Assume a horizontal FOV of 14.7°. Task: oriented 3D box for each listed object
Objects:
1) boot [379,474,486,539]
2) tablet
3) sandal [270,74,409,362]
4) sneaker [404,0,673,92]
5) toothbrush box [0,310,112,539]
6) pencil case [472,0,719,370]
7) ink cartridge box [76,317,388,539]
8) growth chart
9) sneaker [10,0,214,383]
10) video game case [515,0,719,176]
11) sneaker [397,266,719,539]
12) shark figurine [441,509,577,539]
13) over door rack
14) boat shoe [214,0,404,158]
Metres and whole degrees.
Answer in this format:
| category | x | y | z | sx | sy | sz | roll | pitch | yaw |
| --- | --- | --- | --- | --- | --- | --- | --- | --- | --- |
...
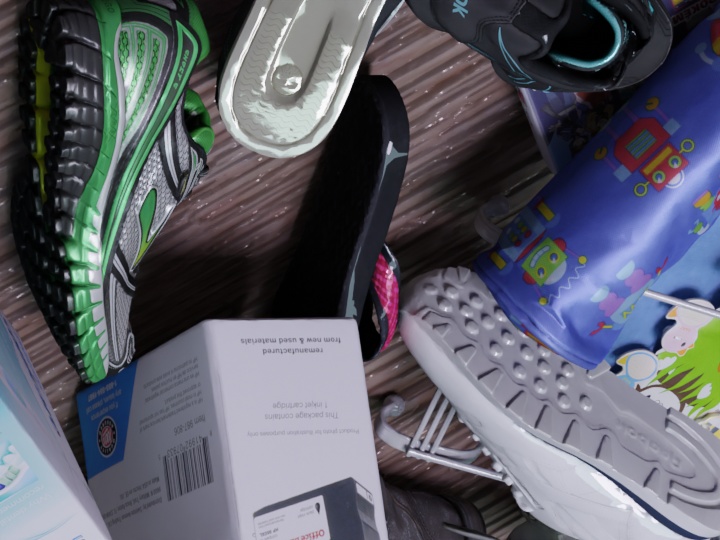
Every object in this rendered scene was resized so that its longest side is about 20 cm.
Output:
| category | x | y | z | sx | sy | sz | roll | pitch | yaw |
| --- | --- | --- | --- | --- | --- | --- | --- | --- | --- |
| boot | 0.000 | 0.181 | 1.418 | 0.069 | 0.201 | 0.174 | -11 | 160 | 29 |
| tablet | 0.159 | -0.020 | 1.436 | 0.129 | 0.014 | 0.201 | 1 | 130 | -32 |
| sandal | 0.000 | 0.000 | 1.313 | 0.045 | 0.075 | 0.201 | 0 | 127 | -26 |
| sneaker | 0.090 | -0.101 | 1.197 | 0.200 | 0.079 | 0.076 | 9 | 115 | -58 |
| toothbrush box | -0.196 | 0.041 | 1.178 | 0.085 | 0.147 | 0.200 | -31 | 140 | -1 |
| pencil case | 0.144 | -0.044 | 1.296 | 0.200 | 0.078 | 0.087 | -46 | 155 | 6 |
| ink cartridge box | -0.055 | 0.136 | 1.282 | 0.084 | 0.201 | 0.144 | 0 | 165 | -31 |
| growth chart | 0.175 | 0.077 | 1.523 | 0.144 | 0.018 | 0.200 | 16 | 127 | -43 |
| sneaker | -0.102 | -0.032 | 1.216 | 0.085 | 0.078 | 0.201 | -11 | 134 | -23 |
| video game case | 0.150 | -0.154 | 1.286 | 0.199 | 0.023 | 0.183 | -30 | 134 | -4 |
| sneaker | 0.088 | 0.080 | 1.351 | 0.200 | 0.077 | 0.080 | 40 | 136 | -9 |
| shark figurine | 0.101 | 0.175 | 1.488 | 0.127 | 0.214 | 0.090 | 13 | 97 | 4 |
| over door rack | 0.125 | 0.057 | 1.408 | 0.199 | 0.067 | 0.148 | 23 | 122 | -5 |
| boat shoe | -0.002 | -0.145 | 1.189 | 0.072 | 0.068 | 0.201 | 30 | 101 | -10 |
